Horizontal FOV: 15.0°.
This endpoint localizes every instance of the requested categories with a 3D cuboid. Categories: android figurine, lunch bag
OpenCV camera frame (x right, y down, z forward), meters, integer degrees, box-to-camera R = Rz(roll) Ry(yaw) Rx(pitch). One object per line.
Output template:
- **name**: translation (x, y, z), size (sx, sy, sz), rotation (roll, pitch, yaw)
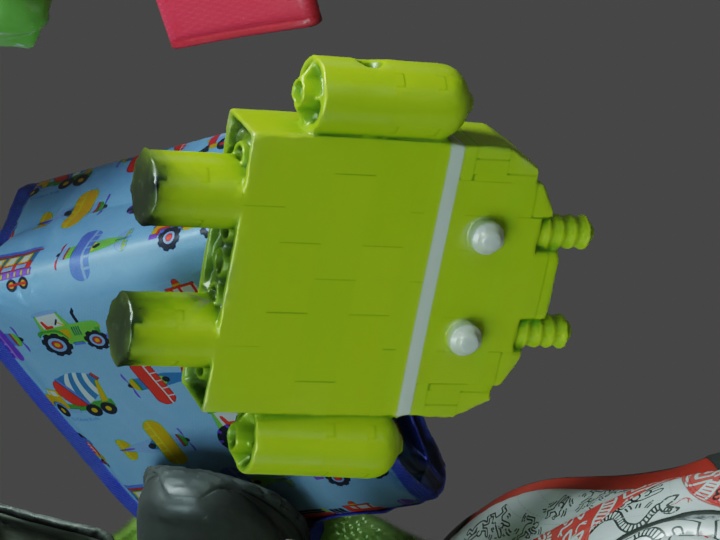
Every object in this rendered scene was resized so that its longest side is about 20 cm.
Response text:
- **android figurine**: translation (0.000, 0.000, 1.117), size (0.200, 0.041, 0.182), rotation (5, 111, -23)
- **lunch bag**: translation (-0.061, 0.050, 1.220), size (0.150, 0.094, 0.200), rotation (-12, 119, 29)

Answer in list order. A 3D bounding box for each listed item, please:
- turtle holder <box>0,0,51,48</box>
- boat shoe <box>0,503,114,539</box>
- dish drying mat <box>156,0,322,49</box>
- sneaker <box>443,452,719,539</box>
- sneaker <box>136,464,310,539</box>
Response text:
- **turtle holder**: translation (-0.232, -0.153, 1.172), size (0.185, 0.141, 0.132), rotation (-8, 138, -12)
- **boat shoe**: translation (-0.210, 0.133, 1.348), size (0.200, 0.071, 0.064), rotation (9, 121, 13)
- **dish drying mat**: translation (-0.076, -0.190, 1.129), size (0.077, 0.018, 0.200), rotation (-7, 114, 29)
- **sneaker**: translation (0.094, 0.138, 1.167), size (0.201, 0.108, 0.067), rotation (-19, 107, 33)
- **sneaker**: translation (-0.065, 0.163, 1.239), size (0.076, 0.091, 0.200), rotation (7, 142, 15)
